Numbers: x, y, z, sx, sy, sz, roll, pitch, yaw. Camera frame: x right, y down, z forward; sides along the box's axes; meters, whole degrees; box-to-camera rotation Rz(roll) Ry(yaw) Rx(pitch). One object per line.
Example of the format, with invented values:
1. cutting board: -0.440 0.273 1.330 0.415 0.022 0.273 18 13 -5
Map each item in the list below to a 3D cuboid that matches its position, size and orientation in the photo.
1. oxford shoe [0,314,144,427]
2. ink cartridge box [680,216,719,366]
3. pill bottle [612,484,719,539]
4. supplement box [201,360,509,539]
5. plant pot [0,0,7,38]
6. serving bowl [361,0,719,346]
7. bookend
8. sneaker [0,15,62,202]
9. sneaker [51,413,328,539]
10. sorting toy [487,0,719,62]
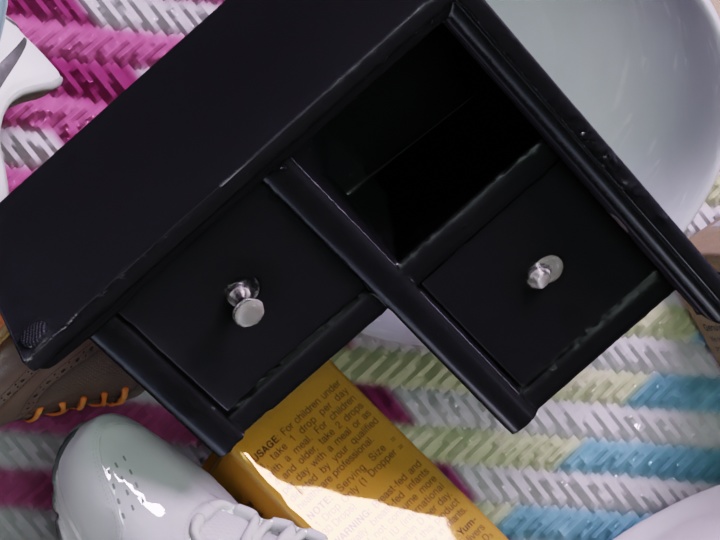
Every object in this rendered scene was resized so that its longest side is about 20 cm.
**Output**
1. oxford shoe: -0.117 0.033 1.109 0.200 0.071 0.073 -45 107 -16
2. ink cartridge box: 0.249 -0.028 1.193 0.200 0.165 0.075 -33 99 -19
3. pill bottle: 0.172 0.195 1.181 0.114 0.114 0.200 -34 99 -18
4. supplement box: 0.026 0.128 1.124 0.200 0.067 0.069 44 60 4
5. plant pot: -0.225 -0.128 1.006 0.200 0.134 0.201 1 70 -3
6. serving bowl: 0.043 -0.068 1.142 0.199 0.066 0.201 -6 126 -9
7. bookend: 0.000 0.000 1.062 0.200 0.092 0.199 -40 126 5
8. sneaker: -0.175 -0.010 1.086 0.088 0.074 0.200 29 79 -15
9. sneaker: -0.028 0.121 1.069 0.200 0.087 0.075 43 46 -2
10. sorting toy: 0.126 -0.165 1.189 0.185 0.036 0.200 32 93 -30
